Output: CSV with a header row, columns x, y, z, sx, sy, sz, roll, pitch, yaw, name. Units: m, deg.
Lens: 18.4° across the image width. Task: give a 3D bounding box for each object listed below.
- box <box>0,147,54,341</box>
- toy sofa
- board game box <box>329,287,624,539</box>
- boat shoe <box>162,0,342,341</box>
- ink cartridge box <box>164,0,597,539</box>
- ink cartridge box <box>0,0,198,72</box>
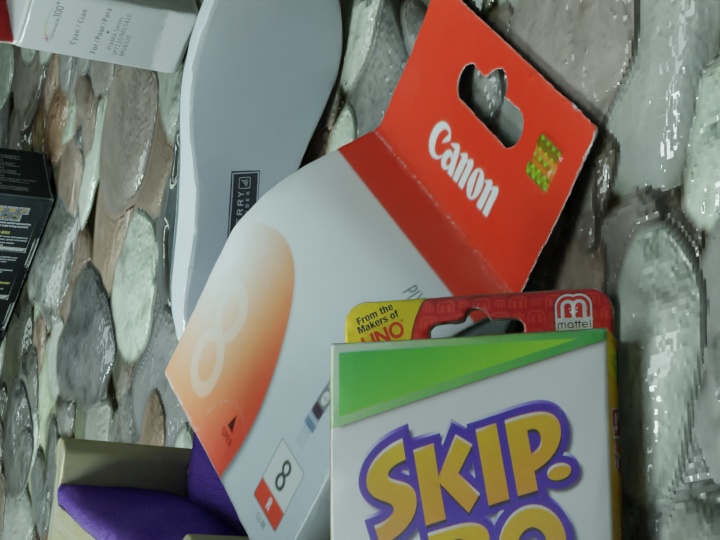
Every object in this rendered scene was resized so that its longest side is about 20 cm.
x,y,z,sx,sy,sz,roll,pitch,yaw,name
-0.310,-0.013,1.396,0.044,0.199,0.161,-108,33,-41,box
-0.070,0.111,0.970,0.200,0.082,0.098,-161,77,-65,toy sofa
0.038,0.103,0.721,0.030,0.095,0.201,51,-142,-69,board game box
-0.058,-0.056,1.002,0.057,0.068,0.201,-139,56,-62,boat shoe
0.000,0.000,0.844,0.201,0.050,0.162,-67,28,18,ink cartridge box
-0.191,-0.194,1.200,0.201,0.175,0.045,-110,35,-44,ink cartridge box
